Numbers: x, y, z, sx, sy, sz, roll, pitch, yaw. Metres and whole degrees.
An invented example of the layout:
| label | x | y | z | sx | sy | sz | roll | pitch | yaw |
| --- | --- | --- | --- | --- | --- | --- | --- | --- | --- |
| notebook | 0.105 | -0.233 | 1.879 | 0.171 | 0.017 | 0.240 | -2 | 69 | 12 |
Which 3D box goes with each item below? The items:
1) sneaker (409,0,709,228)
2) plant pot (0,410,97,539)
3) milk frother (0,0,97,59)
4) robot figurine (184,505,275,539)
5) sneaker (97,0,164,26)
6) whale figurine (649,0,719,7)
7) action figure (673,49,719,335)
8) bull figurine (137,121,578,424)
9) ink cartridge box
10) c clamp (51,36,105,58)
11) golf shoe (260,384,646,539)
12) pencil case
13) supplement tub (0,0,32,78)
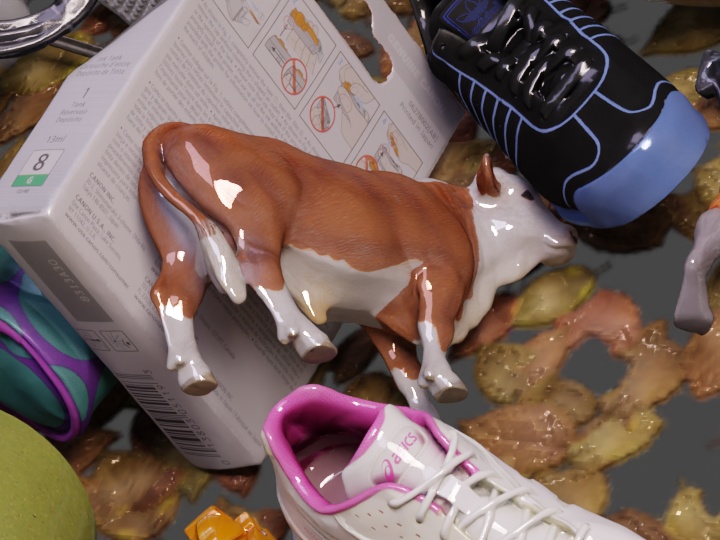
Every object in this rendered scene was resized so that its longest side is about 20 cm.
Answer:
| label | x | y | z | sx | sy | sz | roll | pitch | yaw |
| --- | --- | --- | --- | --- | --- | --- | --- | --- | --- |
| sneaker | 0.071 | -0.078 | 1.211 | 0.070 | 0.078 | 0.200 | -48 | 24 | -1 |
| plant pot | -0.183 | 0.141 | 1.077 | 0.187 | 0.187 | 0.200 | -2 | 30 | 30 |
| milk frother | -0.194 | -0.077 | 1.247 | 0.200 | 0.181 | 0.188 | -20 | 10 | -7 |
| robot figurine | -0.055 | 0.177 | 1.065 | 0.145 | 0.058 | 0.200 | -41 | 28 | 11 |
| sneaker | -0.084 | -0.157 | 1.429 | 0.082 | 0.074 | 0.200 | -32 | 48 | -25 |
| whale figurine | 0.096 | -0.174 | 1.272 | 0.200 | 0.159 | 0.104 | 11 | 92 | 32 |
| action figure | 0.207 | -0.075 | 1.150 | 0.200 | 0.105 | 0.194 | -11 | 55 | 27 |
| bull figurine | 0.000 | 0.000 | 1.175 | 0.065 | 0.200 | 0.122 | -45 | 43 | 43 |
| ink cartridge box | -0.052 | -0.044 | 1.225 | 0.050 | 0.161 | 0.200 | -1 | 49 | 41 |
| c clamp | -0.137 | -0.030 | 1.375 | 0.171 | 0.027 | 0.200 | 10 | 54 | 31 |
| golf shoe | 0.039 | 0.099 | 1.088 | 0.200 | 0.092 | 0.075 | 16 | 58 | 39 |
| pencil case | -0.098 | -0.023 | 1.273 | 0.085 | 0.092 | 0.200 | 31 | 61 | 11 |
| supplement tub | -0.247 | -0.113 | 1.403 | 0.200 | 0.145 | 0.145 | -46 | 42 | 1 |
